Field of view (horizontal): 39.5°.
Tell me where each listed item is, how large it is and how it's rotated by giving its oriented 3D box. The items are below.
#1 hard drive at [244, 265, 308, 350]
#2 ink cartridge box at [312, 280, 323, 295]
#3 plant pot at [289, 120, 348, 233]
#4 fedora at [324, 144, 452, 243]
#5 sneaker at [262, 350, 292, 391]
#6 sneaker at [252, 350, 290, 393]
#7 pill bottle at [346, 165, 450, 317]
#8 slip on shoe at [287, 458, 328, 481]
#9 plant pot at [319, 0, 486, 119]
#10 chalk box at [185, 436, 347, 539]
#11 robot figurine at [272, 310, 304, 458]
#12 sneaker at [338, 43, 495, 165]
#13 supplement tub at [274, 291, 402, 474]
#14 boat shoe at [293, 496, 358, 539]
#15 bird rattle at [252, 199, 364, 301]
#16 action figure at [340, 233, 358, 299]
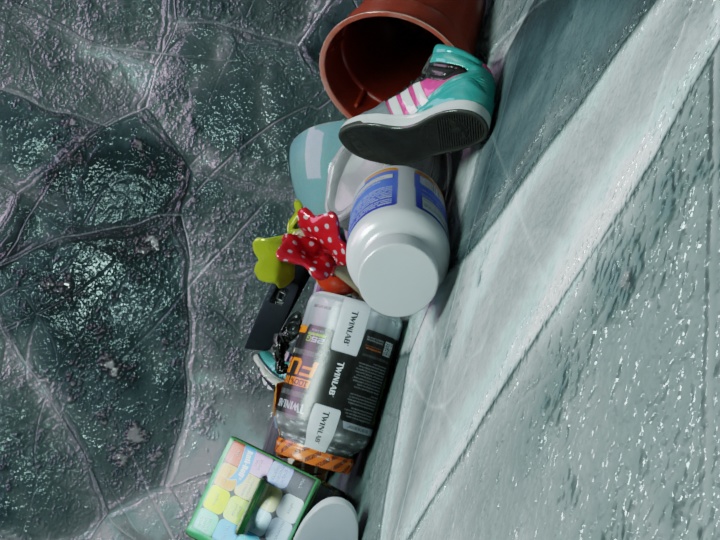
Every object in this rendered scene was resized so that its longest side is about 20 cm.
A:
[{"bbox_3d":[-0.105,0.026,1.422,0.135,0.042,0.200,-63,1,-37],"label":"hard drive"},{"bbox_3d":[-0.038,0.006,1.580,0.197,0.043,0.201,-81,10,-58],"label":"ink cartridge box"},{"bbox_3d":[-0.008,-0.107,1.447,0.200,0.199,0.136,120,155,-65],"label":"plant pot"},{"bbox_3d":[0.019,-0.106,1.234,0.200,0.090,0.177,-53,46,18],"label":"fedora"},{"bbox_3d":[-0.053,0.186,1.516,0.199,0.115,0.081,28,91,53],"label":"sneaker"},{"bbox_3d":[-0.076,0.157,1.427,0.080,0.199,0.078,-51,-45,-17],"label":"sneaker"},{"bbox_3d":[0.041,-0.031,1.090,0.200,0.111,0.113,-84,13,-64],"label":"pill bottle"},{"bbox_3d":[-0.067,0.260,1.435,0.200,0.076,0.061,103,165,-62],"label":"slip on shoe"},{"bbox_3d":[0.072,-0.307,1.316,0.201,0.200,0.196,115,179,-51],"label":"plant pot"},{"bbox_3d":[-0.112,0.279,1.167,0.125,0.123,0.200,-63,-19,-12],"label":"chalk box"},{"bbox_3d":[-0.052,0.149,1.318,0.058,0.144,0.201,126,153,-65],"label":"robot figurine"},{"bbox_3d":[0.071,-0.195,1.137,0.199,0.084,0.121,-4,51,38],"label":"sneaker"},{"bbox_3d":[-0.030,0.136,1.216,0.123,0.122,0.201,141,146,-79],"label":"supplement tub"},{"bbox_3d":[-0.051,0.331,1.117,0.057,0.068,0.201,-88,15,-71],"label":"boat shoe"},{"bbox_3d":[-0.038,-0.019,1.223,0.200,0.163,0.113,2,60,62],"label":"bird rattle"},{"bbox_3d":[0.000,0.000,1.388,0.102,0.118,0.201,-93,15,-60],"label":"action figure"}]
